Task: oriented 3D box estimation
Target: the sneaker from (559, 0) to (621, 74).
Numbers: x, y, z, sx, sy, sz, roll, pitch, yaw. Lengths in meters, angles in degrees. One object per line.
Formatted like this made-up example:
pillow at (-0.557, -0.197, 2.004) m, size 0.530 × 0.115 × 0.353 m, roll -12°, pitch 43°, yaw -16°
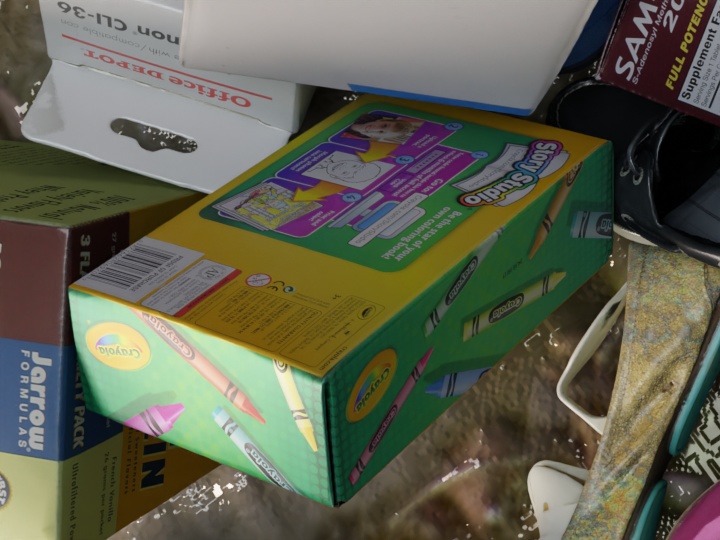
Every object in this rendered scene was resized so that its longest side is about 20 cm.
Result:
sneaker at (0.107, -0.179, 0.715) m, size 0.066 × 0.078 × 0.200 m, roll 27°, pitch 98°, yaw 15°

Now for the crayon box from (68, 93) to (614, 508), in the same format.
crayon box at (0.000, 0.000, 0.668) m, size 0.119 × 0.200 × 0.058 m, roll 17°, pitch 127°, yaw 32°

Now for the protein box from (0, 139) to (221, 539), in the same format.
protein box at (-0.170, 0.021, 0.752) m, size 0.200 × 0.199 × 0.135 m, roll 7°, pitch 101°, yaw 18°

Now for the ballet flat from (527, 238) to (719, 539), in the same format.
ballet flat at (0.109, 0.077, 0.739) m, size 0.071 × 0.071 × 0.200 m, roll 20°, pitch 90°, yaw 17°

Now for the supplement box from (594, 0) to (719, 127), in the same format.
supplement box at (0.202, -0.076, 0.670) m, size 0.200 × 0.109 × 0.061 m, roll 23°, pitch 116°, yaw 10°

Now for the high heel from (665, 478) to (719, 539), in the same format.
high heel at (0.185, 0.111, 0.713) m, size 0.096 × 0.067 × 0.200 m, roll 20°, pitch 82°, yaw 28°

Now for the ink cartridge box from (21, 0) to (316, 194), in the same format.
ink cartridge box at (-0.062, -0.137, 0.739) m, size 0.116 × 0.068 × 0.200 m, roll 16°, pitch 63°, yaw 5°

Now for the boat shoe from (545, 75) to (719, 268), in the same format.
boat shoe at (0.142, -0.038, 0.695) m, size 0.075 × 0.066 × 0.199 m, roll -41°, pitch 50°, yaw -4°

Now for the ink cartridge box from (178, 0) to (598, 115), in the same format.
ink cartridge box at (0.016, -0.187, 0.654) m, size 0.147 × 0.145 × 0.200 m, roll 7°, pitch 63°, yaw -8°
